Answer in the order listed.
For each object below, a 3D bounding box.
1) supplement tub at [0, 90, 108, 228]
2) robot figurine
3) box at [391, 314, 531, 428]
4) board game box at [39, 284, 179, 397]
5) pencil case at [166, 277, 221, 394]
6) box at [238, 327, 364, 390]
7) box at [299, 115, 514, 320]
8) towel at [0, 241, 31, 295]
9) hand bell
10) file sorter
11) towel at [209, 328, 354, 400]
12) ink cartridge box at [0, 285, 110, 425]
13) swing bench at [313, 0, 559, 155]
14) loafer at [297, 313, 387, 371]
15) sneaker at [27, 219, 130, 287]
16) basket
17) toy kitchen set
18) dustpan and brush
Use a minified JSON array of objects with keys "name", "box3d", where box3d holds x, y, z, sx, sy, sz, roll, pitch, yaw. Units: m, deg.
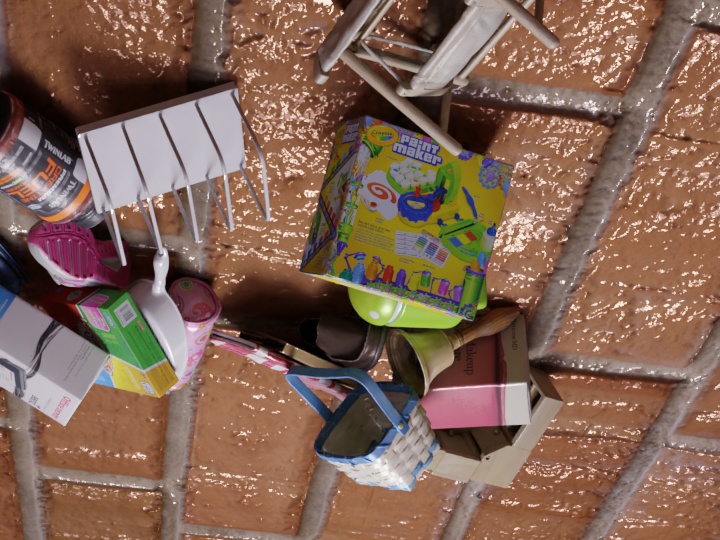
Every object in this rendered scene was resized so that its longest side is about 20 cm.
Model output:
[{"name":"supplement tub","box3d":[-0.393,-0.128,1.592,0.106,0.108,0.200,-21,145,26]},{"name":"robot figurine","box3d":[0.071,0.017,1.729,0.197,0.118,0.175,3,172,-24]},{"name":"box","box3d":[0.149,0.150,1.897,0.197,0.129,0.110,-5,140,8]},{"name":"board game box","box3d":[-0.355,0.097,1.817,0.199,0.040,0.154,3,127,50]},{"name":"pencil case","box3d":[-0.266,0.097,1.890,0.086,0.088,0.201,14,141,-15]},{"name":"box","box3d":[-0.067,0.140,1.913,0.198,0.022,0.163,28,171,-28]},{"name":"box","box3d":[0.055,-0.062,1.564,0.197,0.196,0.122,17,177,-17]},{"name":"towel","box3d":[-0.547,-0.035,1.771,0.110,0.049,0.201,-6,142,17]},{"name":"hand bell","box3d":[0.144,0.096,1.830,0.198,0.105,0.105,-22,149,-24]},{"name":"file sorter","box3d":[-0.219,-0.110,1.544,0.197,0.125,0.140,-18,143,-13]},{"name":"towel","box3d":[-0.113,0.141,1.889,0.199,0.023,0.143,29,170,-34]},{"name":"ink cartridge box","box3d":[-0.464,0.117,1.805,0.199,0.085,0.145,33,151,-8]},{"name":"swing bench","box3d":[0.081,-0.266,1.390,0.198,0.131,0.199,26,137,-19]},{"name":"loafer","box3d":[-0.031,0.099,1.833,0.070,0.074,0.199,22,165,-27]},{"name":"sneaker","box3d":[-0.391,-0.016,1.728,0.087,0.083,0.200,-5,163,20]},{"name":"basket","box3d":[0.000,0.205,1.783,0.175,0.140,0.200,0,140,52]},{"name":"toy kitchen set","box3d":[0.161,0.200,1.986,0.198,0.164,0.182,17,116,-30]},{"name":"dustpan and brush","box3d":[-0.284,0.046,1.777,0.139,0.057,0.202,35,145,22]}]
